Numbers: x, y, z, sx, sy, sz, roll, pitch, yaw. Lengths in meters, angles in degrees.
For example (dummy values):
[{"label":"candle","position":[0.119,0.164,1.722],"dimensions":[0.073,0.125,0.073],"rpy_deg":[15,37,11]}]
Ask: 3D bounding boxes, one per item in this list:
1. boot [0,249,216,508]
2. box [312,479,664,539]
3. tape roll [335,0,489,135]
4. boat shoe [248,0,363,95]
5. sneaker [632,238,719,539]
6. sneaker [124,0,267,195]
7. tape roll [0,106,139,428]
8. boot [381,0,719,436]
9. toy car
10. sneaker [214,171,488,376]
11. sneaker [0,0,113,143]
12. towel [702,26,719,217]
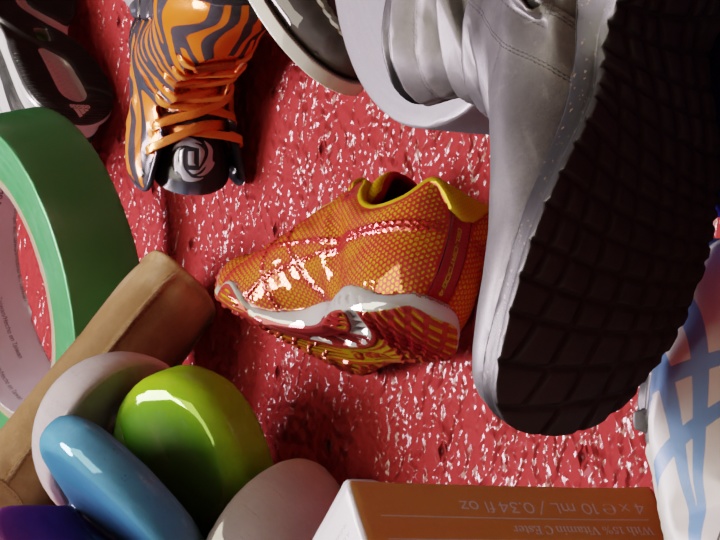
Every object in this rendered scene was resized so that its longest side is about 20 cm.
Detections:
[{"label":"boot","position":[-0.158,0.095,1.195],"dimensions":[0.200,0.066,0.175],"rpy_deg":[-52,5,-17]},{"label":"box","position":[0.057,0.177,0.754],"dimensions":[0.098,0.124,0.201],"rpy_deg":[-62,35,40]},{"label":"tape roll","position":[0.058,-0.151,0.866],"dimensions":[0.200,0.066,0.202],"rpy_deg":[-175,90,-65]},{"label":"boat shoe","position":[-0.025,-0.173,1.036],"dimensions":[0.060,0.071,0.202],"rpy_deg":[-37,59,29]},{"label":"sneaker","position":[0.125,0.085,0.710],"dimensions":[0.072,0.072,0.201],"rpy_deg":[-9,67,26]},{"label":"sneaker","position":[-0.072,-0.094,1.130],"dimensions":[0.200,0.077,0.113],"rpy_deg":[-175,84,-78]},{"label":"tape roll","position":[-0.187,0.009,1.316],"dimensions":[0.200,0.048,0.202],"rpy_deg":[31,128,51]},{"label":"boot","position":[0.053,-0.053,0.738],"dimensions":[0.131,0.069,0.201],"rpy_deg":[12,85,55]},{"label":"toy car","position":[-0.111,0.141,1.037],"dimensions":[0.175,0.149,0.201],"rpy_deg":[31,114,36]},{"label":"sneaker","position":[0.000,0.000,0.987],"dimensions":[0.200,0.073,0.078],"rpy_deg":[-5,60,60]},{"label":"sneaker","position":[-0.217,-0.116,1.422],"dimensions":[0.116,0.075,0.201],"rpy_deg":[-64,36,35]},{"label":"towel","position":[0.149,-0.079,0.693],"dimensions":[0.200,0.049,0.149],"rpy_deg":[28,109,60]}]
